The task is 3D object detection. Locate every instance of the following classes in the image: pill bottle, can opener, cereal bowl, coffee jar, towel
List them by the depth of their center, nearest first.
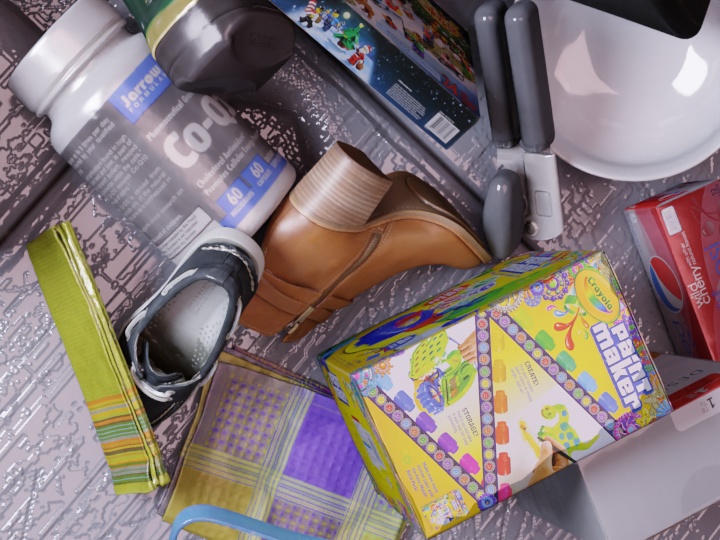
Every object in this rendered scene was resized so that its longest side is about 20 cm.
[{"bbox_3d":[-0.130,-0.217,1.037,0.085,0.104,0.201,-41,72,24],"label":"coffee jar"},{"bbox_3d":[-0.196,0.068,1.069,0.018,0.086,0.202,-21,90,-34],"label":"towel"},{"bbox_3d":[-0.153,-0.099,1.070,0.200,0.114,0.114,44,81,-10],"label":"pill bottle"},{"bbox_3d":[0.120,-0.105,1.120,0.066,0.052,0.202,-41,131,-48],"label":"can opener"},{"bbox_3d":[-0.049,0.160,1.144,0.198,0.023,0.145,25,84,-12],"label":"towel"},{"bbox_3d":[0.215,-0.174,1.156,0.197,0.083,0.203,3,103,13],"label":"cereal bowl"}]

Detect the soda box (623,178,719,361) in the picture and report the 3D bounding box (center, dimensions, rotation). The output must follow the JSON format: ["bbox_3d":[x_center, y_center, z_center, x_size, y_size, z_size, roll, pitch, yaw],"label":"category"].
[{"bbox_3d":[0.286,0.030,1.197,0.063,0.070,0.202,-23,95,-13],"label":"soda box"}]

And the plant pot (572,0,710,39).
[{"bbox_3d":[0.169,-0.277,1.008,0.198,0.177,0.202,20,107,8],"label":"plant pot"}]

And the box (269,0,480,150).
[{"bbox_3d":[0.003,-0.193,1.076,0.199,0.137,0.038,37,118,-24],"label":"box"}]

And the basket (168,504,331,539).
[{"bbox_3d":[-0.078,0.270,1.067,0.174,0.140,0.202,18,117,-13],"label":"basket"}]

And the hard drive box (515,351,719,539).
[{"bbox_3d":[0.206,0.131,1.113,0.154,0.200,0.078,-25,96,-12],"label":"hard drive box"}]

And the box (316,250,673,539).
[{"bbox_3d":[0.087,0.080,1.056,0.191,0.200,0.123,-25,94,-8],"label":"box"}]

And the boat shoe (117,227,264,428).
[{"bbox_3d":[-0.137,0.054,1.051,0.075,0.061,0.201,29,123,-4],"label":"boat shoe"}]

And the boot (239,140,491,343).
[{"bbox_3d":[0.000,0.000,1.124,0.199,0.077,0.156,20,112,-50],"label":"boot"}]
